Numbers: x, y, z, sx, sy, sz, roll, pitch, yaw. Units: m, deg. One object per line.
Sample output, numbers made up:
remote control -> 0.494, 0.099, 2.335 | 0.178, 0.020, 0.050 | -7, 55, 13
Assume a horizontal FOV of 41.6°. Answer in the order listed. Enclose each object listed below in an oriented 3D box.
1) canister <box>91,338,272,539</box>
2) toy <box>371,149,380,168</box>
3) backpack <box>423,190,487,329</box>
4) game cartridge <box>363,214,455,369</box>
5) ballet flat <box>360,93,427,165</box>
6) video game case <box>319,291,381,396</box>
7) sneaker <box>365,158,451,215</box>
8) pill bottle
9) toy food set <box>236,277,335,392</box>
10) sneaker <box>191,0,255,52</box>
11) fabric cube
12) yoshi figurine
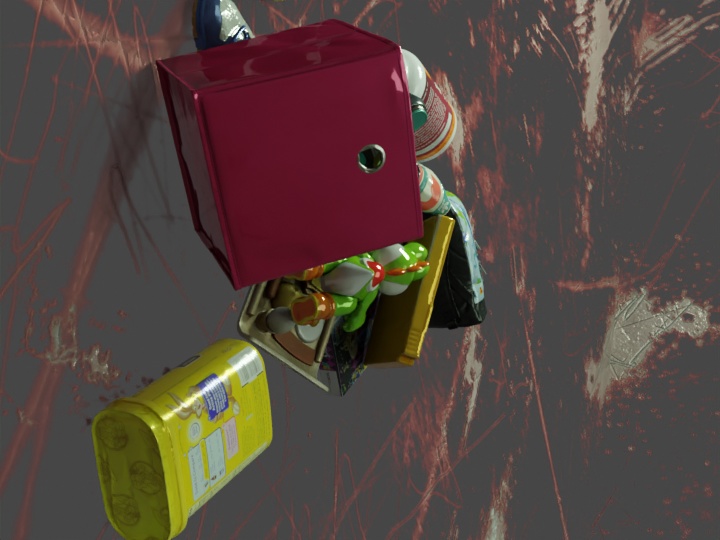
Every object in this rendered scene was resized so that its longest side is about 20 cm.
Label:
canister -> -0.178, 0.172, 0.996 | 0.200, 0.086, 0.150 | -34, 124, -58
toy -> 0.032, -0.151, 1.110 | 0.200, 0.047, 0.116 | -98, 171, -64
backpack -> 0.111, -0.024, 1.468 | 0.154, 0.162, 0.201 | -56, 135, -57
game cartridge -> 0.064, 0.034, 1.293 | 0.176, 0.032, 0.201 | 158, -53, -73
ballet flat -> -0.005, -0.172, 1.251 | 0.199, 0.073, 0.073 | -36, 142, 2
video game case -> -0.009, 0.049, 1.354 | 0.200, 0.036, 0.182 | -47, 133, -50
sneaker -> 0.055, -0.122, 1.296 | 0.093, 0.200, 0.071 | 34, 93, -31
pill bottle -> 0.055, -0.243, 1.352 | 0.200, 0.112, 0.114 | 37, 61, -59
toy food set -> -0.062, 0.030, 1.180 | 0.143, 0.060, 0.201 | 38, 59, -37
sneaker -> -0.115, -0.227, 1.055 | 0.076, 0.088, 0.201 | -63, 144, -33
fabric cube -> -0.073, -0.125, 0.947 | 0.198, 0.200, 0.198 | -16, 116, -16
yoshi figurine -> -0.008, 0.006, 1.166 | 0.199, 0.112, 0.113 | -13, 137, -38
